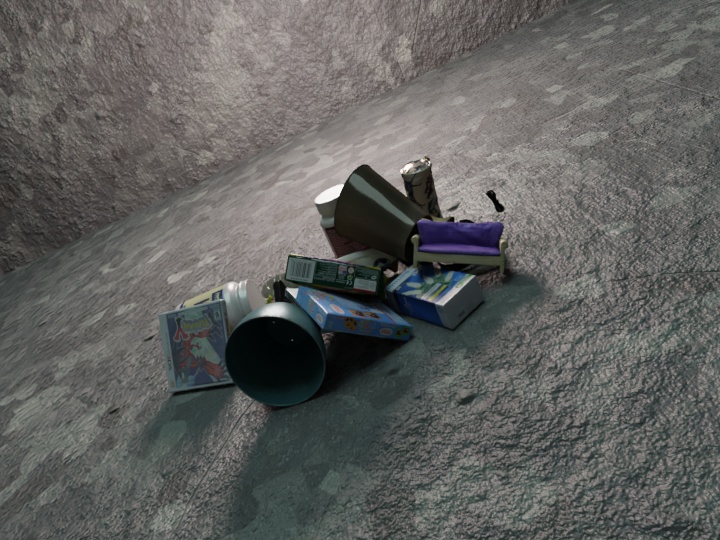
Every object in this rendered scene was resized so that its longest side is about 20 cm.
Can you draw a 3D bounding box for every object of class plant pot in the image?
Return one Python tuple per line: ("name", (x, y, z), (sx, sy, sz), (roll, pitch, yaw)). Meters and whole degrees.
("plant pot", (-0.156, 0.144, 1.281), (0.195, 0.204, 0.136), (-19, 23, 14))

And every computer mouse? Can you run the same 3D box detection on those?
("computer mouse", (0.092, -0.015, 1.475), (0.058, 0.035, 0.197), (24, 25, 36))

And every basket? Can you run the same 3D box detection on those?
("basket", (0.057, -0.117, 1.469), (0.198, 0.184, 0.135), (31, 27, 29))

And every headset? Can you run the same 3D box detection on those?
("headset", (0.247, -0.085, 1.458), (0.199, 0.095, 0.123), (-42, 27, -6))

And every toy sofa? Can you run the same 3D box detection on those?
("toy sofa", (0.204, -0.052, 1.337), (0.194, 0.101, 0.083), (3, 9, 9))

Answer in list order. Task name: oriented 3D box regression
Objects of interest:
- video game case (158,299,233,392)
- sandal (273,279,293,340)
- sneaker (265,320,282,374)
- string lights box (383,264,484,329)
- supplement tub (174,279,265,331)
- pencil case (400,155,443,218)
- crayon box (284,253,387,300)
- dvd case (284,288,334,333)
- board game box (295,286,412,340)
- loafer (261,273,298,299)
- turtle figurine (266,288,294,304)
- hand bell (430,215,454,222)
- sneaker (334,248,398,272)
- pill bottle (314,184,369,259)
("video game case", (-0.375, 0.175, 1.477), (0.195, 0.188, 0.023), (-12, -5, 27))
("sandal", (-0.157, 0.096, 1.457), (0.047, 0.076, 0.204), (-25, 51, 8))
("sneaker", (-0.198, 0.169, 1.424), (0.079, 0.076, 0.201), (-22, 26, 7))
("string lights box", (0.148, 0.049, 1.334), (0.102, 0.060, 0.198), (-38, 27, -24))
("supplement tub", (-0.338, 0.117, 1.576), (0.196, 0.147, 0.146), (-23, 24, 8))
("pencil case", (0.158, -0.172, 1.587), (0.089, 0.204, 0.077), (-31, 28, -29))
("crayon box", (-0.047, 0.018, 1.381), (0.194, 0.060, 0.173), (9, -6, 8))
("dvd case", (-0.065, 0.084, 1.408), (0.142, 0.023, 0.200), (1, 21, -29))
("board game box", (-0.014, 0.085, 1.291), (0.196, 0.038, 0.151), (12, 13, -30))
("loafer", (-0.162, 0.040, 1.676), (0.196, 0.063, 0.074), (-19, 58, 23))
("turtle figurine", (-0.138, 0.066, 1.561), (0.157, 0.065, 0.204), (5, 59, 25))
("hand bell", (0.116, -0.127, 1.539), (0.197, 0.106, 0.104), (32, 52, 20))
("sneaker", (0.000, 0.000, 1.522), (0.195, 0.087, 0.073), (-16, -3, -10))
("pill bottle", (-0.036, -0.106, 1.647), (0.112, 0.204, 0.115), (-20, 25, 10))
